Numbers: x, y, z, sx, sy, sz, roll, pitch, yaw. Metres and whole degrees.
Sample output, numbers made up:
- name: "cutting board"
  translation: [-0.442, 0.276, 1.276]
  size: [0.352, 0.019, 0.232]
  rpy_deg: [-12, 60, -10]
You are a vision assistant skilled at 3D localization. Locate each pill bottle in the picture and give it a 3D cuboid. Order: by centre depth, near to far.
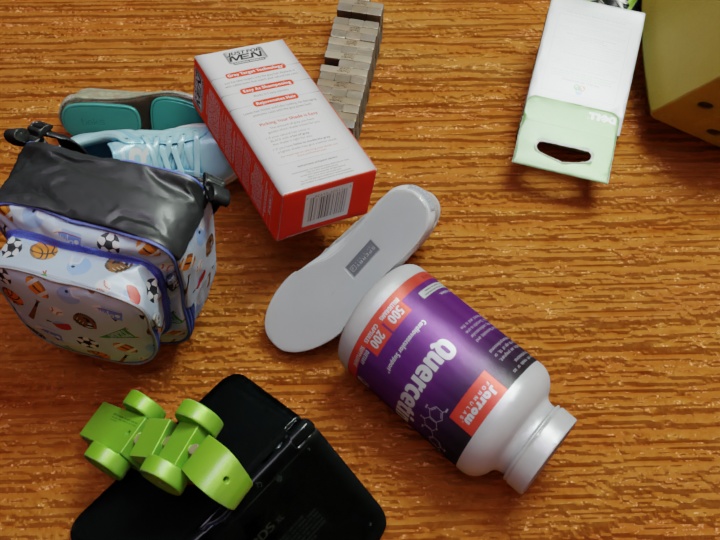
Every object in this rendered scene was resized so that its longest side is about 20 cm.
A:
- name: "pill bottle"
  translation: [0.083, 0.094, 0.731]
  size: [0.199, 0.113, 0.112]
  rpy_deg: [39, 67, 19]

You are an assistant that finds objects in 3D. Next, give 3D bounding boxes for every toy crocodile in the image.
- name: "toy crocodile"
  translation: [-0.164, 0.146, 0.698]
  size: [0.197, 0.062, 0.068]
  rpy_deg: [2, 50, 41]

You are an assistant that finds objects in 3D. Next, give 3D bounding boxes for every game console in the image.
- name: "game console"
  translation: [-0.109, 0.215, 0.716]
  size: [0.200, 0.116, 0.177]
  rpy_deg: [-43, 99, -21]

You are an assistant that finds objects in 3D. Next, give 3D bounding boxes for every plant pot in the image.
- name: "plant pot"
  translation: [0.399, -0.230, 0.858]
  size: [0.197, 0.200, 0.180]
  rpy_deg: [20, 79, -11]

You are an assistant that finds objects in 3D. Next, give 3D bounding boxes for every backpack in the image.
- name: "backpack"
  translation: [-0.211, -0.006, 0.740]
  size: [0.196, 0.191, 0.156]
  rpy_deg: [18, 67, 9]

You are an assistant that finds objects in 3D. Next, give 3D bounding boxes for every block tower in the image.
- name: "block tower"
  translation: [-0.015, -0.212, 0.933]
  size: [0.053, 0.058, 0.203]
  rpy_deg: [9, 62, 5]

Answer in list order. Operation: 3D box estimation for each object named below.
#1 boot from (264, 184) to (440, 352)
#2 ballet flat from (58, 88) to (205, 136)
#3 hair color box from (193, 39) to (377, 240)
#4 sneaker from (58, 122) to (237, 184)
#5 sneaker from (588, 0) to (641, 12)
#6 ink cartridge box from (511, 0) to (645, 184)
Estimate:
- name: "boot"
  translation: [0.000, 0.000, 0.807]
  size: [0.199, 0.095, 0.074]
  rpy_deg: [-41, 82, 14]
- name: "ballet flat"
  translation: [-0.219, -0.167, 0.904]
  size: [0.196, 0.069, 0.063]
  rpy_deg: [8, 32, 1]
- name: "hair color box"
  translation: [-0.077, -0.130, 0.812]
  size: [0.100, 0.062, 0.201]
  rpy_deg: [-17, 56, -25]
- name: "sneaker"
  translation: [-0.210, -0.105, 0.844]
  size: [0.195, 0.082, 0.076]
  rpy_deg: [-6, 101, 5]
- name: "sneaker"
  translation: [0.317, -0.335, 0.989]
  size: [0.199, 0.083, 0.072]
  rpy_deg: [-40, 68, -19]
- name: "ink cartridge box"
  translation: [0.229, -0.184, 0.909]
  size: [0.102, 0.059, 0.204]
  rpy_deg: [14, 75, 7]
